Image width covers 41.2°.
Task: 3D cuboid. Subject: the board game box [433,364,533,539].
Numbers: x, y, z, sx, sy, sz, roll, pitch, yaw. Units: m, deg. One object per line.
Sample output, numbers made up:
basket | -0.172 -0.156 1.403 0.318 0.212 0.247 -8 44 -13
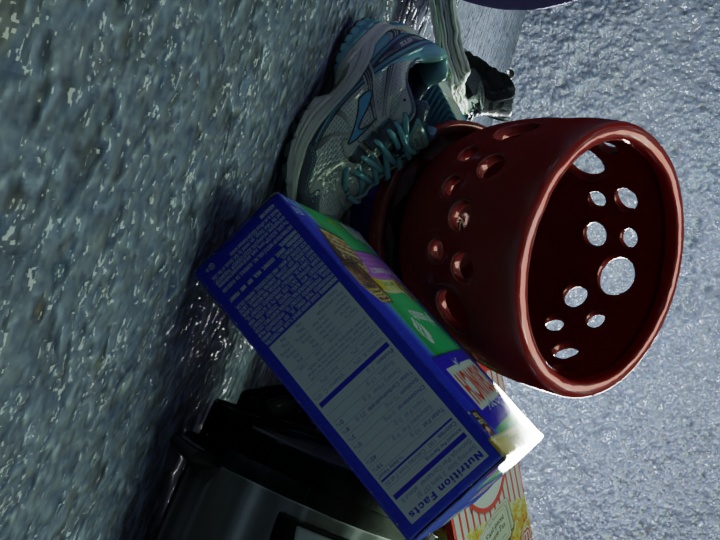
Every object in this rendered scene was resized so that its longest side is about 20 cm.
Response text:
board game box | 0.091 0.187 0.846 0.151 0.046 0.201 -23 103 -57

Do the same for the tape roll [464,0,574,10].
tape roll | 0.101 -0.272 0.599 0.200 0.199 0.085 98 14 -49

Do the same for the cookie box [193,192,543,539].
cookie box | 0.014 0.058 0.602 0.075 0.200 0.171 -43 164 8

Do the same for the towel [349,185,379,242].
towel | 0.037 -0.026 0.888 0.148 0.049 0.200 54 31 -48

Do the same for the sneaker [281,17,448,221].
sneaker | 0.007 -0.102 0.703 0.078 0.086 0.200 71 37 -62

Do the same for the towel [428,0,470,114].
towel | 0.093 -0.245 0.992 0.200 0.031 0.150 7 75 -82

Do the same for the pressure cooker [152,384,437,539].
pressure cooker | -0.048 0.177 0.636 0.201 0.178 0.176 -67 164 -9

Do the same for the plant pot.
plant pot | 0.118 -0.018 0.737 0.200 0.182 0.201 -9 104 -40

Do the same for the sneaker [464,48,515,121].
sneaker | 0.150 -0.222 1.318 0.076 0.113 0.200 93 17 -59

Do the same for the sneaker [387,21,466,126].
sneaker | 0.063 -0.127 0.852 0.081 0.076 0.200 -87 156 -54
